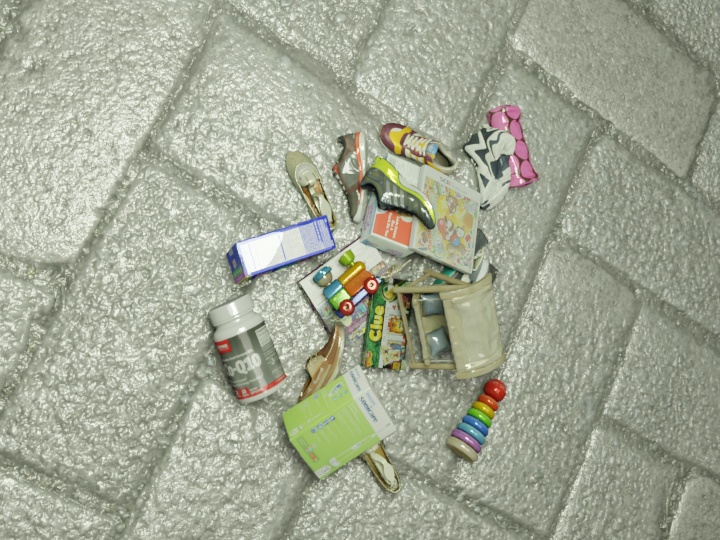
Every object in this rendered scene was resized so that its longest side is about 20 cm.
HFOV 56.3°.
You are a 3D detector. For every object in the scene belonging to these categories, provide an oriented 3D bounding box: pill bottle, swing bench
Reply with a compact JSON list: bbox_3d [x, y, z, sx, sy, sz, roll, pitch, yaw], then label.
[{"bbox_3d":[-0.238,0.160,1.398,0.112,0.114,0.204,-24,96,-18],"label":"pill bottle"},{"bbox_3d":[0.197,0.116,1.474,0.129,0.197,0.204,-28,112,-37],"label":"swing bench"}]

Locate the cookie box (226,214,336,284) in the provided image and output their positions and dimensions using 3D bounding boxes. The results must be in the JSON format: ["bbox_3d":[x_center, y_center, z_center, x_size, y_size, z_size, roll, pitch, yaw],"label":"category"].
[{"bbox_3d":[-0.169,-0.042,1.401,0.196,0.171,0.077,-19,91,-18],"label":"cookie box"}]

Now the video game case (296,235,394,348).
[{"bbox_3d":[-0.018,0.047,1.521,0.198,0.036,0.183,-36,100,-17],"label":"video game case"}]

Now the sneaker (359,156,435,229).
[{"bbox_3d":[0.081,-0.151,1.450,0.199,0.074,0.081,43,79,14],"label":"sneaker"}]

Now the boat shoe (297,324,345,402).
[{"bbox_3d":[-0.085,0.211,1.458,0.070,0.076,0.205,17,97,-7],"label":"boat shoe"}]

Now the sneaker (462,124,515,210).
[{"bbox_3d":[0.299,-0.259,1.628,0.078,0.130,0.203,-17,131,-20],"label":"sneaker"}]

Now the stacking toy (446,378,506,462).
[{"bbox_3d":[0.285,0.347,1.600,0.085,0.085,0.202,39,73,-14],"label":"stacking toy"}]

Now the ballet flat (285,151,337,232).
[{"bbox_3d":[-0.100,-0.177,1.486,0.067,0.062,0.203,-29,97,-18],"label":"ballet flat"}]

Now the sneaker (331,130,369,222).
[{"bbox_3d":[-0.024,-0.210,1.523,0.080,0.077,0.206,0,87,8],"label":"sneaker"}]

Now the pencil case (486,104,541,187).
[{"bbox_3d":[0.376,-0.305,1.648,0.091,0.091,0.205,-15,92,-6],"label":"pencil case"}]

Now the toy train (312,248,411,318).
[{"bbox_3d":[0.000,0.000,1.456,0.199,0.085,0.116,-41,87,-2],"label":"toy train"}]

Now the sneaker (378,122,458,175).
[{"bbox_3d":[0.138,-0.287,1.560,0.197,0.090,0.076,25,80,-17],"label":"sneaker"}]

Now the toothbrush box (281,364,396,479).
[{"bbox_3d":[-0.045,0.322,1.426,0.198,0.086,0.147,-32,124,0],"label":"toothbrush box"}]

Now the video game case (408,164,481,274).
[{"bbox_3d":[0.196,-0.115,1.536,0.179,0.023,0.205,21,70,-30],"label":"video game case"}]

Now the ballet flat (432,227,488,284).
[{"bbox_3d":[0.244,-0.009,1.601,0.073,0.073,0.202,38,74,-14],"label":"ballet flat"}]

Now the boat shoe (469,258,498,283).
[{"bbox_3d":[0.280,0.073,1.615,0.065,0.070,0.204,26,73,-15],"label":"boat shoe"}]

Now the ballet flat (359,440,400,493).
[{"bbox_3d":[0.036,0.414,1.507,0.067,0.075,0.203,-34,99,-16],"label":"ballet flat"}]

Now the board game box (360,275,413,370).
[{"bbox_3d":[0.062,0.119,1.521,0.102,0.023,0.206,7,88,-20],"label":"board game box"}]

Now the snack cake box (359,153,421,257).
[{"bbox_3d":[0.080,-0.146,1.527,0.113,0.067,0.205,20,70,-19],"label":"snack cake box"}]
